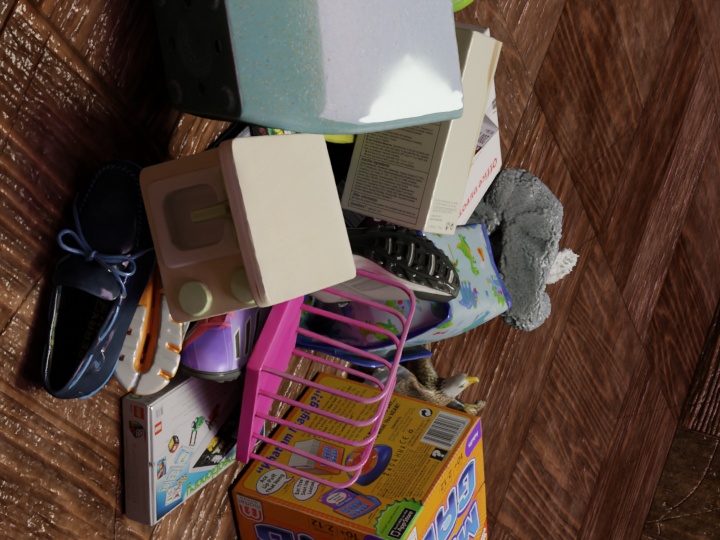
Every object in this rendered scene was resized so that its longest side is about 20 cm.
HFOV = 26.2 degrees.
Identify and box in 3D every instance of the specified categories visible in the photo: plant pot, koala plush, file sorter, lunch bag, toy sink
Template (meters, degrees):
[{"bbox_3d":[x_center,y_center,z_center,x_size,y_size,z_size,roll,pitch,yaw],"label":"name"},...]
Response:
[{"bbox_3d":[-0.058,-0.207,1.296,0.200,0.196,0.197,-20,111,-34],"label":"plant pot"},{"bbox_3d":[0.189,-0.029,1.944,0.184,0.177,0.200,-69,162,2],"label":"koala plush"},{"bbox_3d":[-0.032,0.099,1.457,0.200,0.125,0.139,103,7,-58],"label":"file sorter"},{"bbox_3d":[0.034,0.035,1.656,0.170,0.200,0.128,-5,77,-62],"label":"lunch bag"},{"bbox_3d":[-0.099,-0.034,1.250,0.200,0.112,0.131,-21,97,-70],"label":"toy sink"}]

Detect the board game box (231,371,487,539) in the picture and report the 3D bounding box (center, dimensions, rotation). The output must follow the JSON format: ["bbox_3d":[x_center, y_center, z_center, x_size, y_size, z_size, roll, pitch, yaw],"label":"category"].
[{"bbox_3d":[0.006,0.268,1.693,0.200,0.199,0.200,-52,147,-42],"label":"board game box"}]

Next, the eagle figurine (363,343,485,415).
[{"bbox_3d":[0.074,0.136,1.894,0.200,0.151,0.152,47,12,-28],"label":"eagle figurine"}]

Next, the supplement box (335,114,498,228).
[{"bbox_3d":[0.044,-0.102,1.635,0.200,0.061,0.109,-47,160,16],"label":"supplement box"}]

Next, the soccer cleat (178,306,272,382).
[{"bbox_3d":[-0.116,0.038,1.410,0.200,0.068,0.073,-54,157,-65],"label":"soccer cleat"}]

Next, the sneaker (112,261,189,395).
[{"bbox_3d":[-0.176,0.015,1.346,0.077,0.078,0.200,122,-15,-72],"label":"sneaker"}]

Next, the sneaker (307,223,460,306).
[{"bbox_3d":[0.000,0.000,1.527,0.074,0.200,0.079,-78,179,-50],"label":"sneaker"}]

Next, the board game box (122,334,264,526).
[{"bbox_3d":[-0.155,0.143,1.484,0.200,0.035,0.127,-34,132,-55],"label":"board game box"}]

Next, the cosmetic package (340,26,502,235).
[{"bbox_3d":[0.060,-0.143,1.526,0.071,0.105,0.200,4,103,-61],"label":"cosmetic package"}]

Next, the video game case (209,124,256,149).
[{"bbox_3d":[-0.103,-0.082,1.495,0.200,0.019,0.143,-52,146,-43],"label":"video game case"}]

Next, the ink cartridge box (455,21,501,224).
[{"bbox_3d":[0.092,-0.164,1.781,0.146,0.084,0.200,-54,147,-39],"label":"ink cartridge box"}]

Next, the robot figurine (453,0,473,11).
[{"bbox_3d":[0.069,-0.339,1.601,0.200,0.115,0.176,39,56,-63],"label":"robot figurine"}]

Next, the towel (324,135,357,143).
[{"bbox_3d":[-0.020,-0.225,1.501,0.086,0.018,0.200,2,95,-56],"label":"towel"}]

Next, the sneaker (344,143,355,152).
[{"bbox_3d":[0.006,-0.171,1.614,0.083,0.081,0.200,-52,145,-17],"label":"sneaker"}]

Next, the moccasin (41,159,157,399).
[{"bbox_3d":[-0.208,0.011,1.245,0.068,0.080,0.200,-19,120,-74],"label":"moccasin"}]

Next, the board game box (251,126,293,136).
[{"bbox_3d":[-0.077,-0.198,1.453,0.105,0.023,0.200,-48,137,-47],"label":"board game box"}]
